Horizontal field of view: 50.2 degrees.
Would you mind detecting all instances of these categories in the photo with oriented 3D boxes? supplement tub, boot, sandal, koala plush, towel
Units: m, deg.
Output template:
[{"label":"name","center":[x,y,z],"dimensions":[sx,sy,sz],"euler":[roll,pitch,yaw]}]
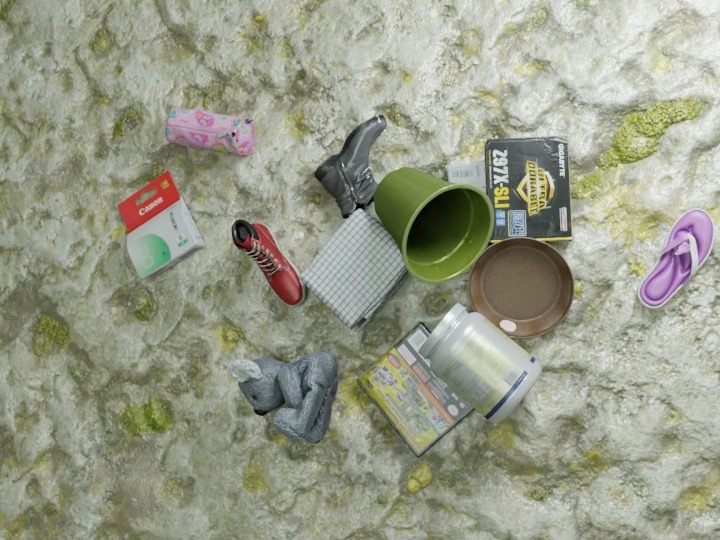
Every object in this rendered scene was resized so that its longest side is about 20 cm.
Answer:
[{"label":"supplement tub","center":[0.221,0.171,1.440],"dimensions":[0.200,0.145,0.145],"euler":[40,98,10]},{"label":"boot","center":[-0.194,-0.014,1.591],"dimensions":[0.072,0.144,0.201],"euler":[-35,79,10]},{"label":"sandal","center":[0.580,-0.018,1.399],"dimensions":[0.082,0.050,0.204],"euler":[30,95,17]},{"label":"koala plush","center":[-0.160,0.234,1.559],"dimensions":[0.198,0.177,0.185],"euler":[14,79,18]},{"label":"towel","center":[0.000,0.000,1.563],"dimensions":[0.165,0.086,0.200],"euler":[41,97,14]},{"label":"boot","center":[0.010,-0.210,1.581],"dimensions":[0.200,0.070,0.132],"euler":[-45,72,22]}]

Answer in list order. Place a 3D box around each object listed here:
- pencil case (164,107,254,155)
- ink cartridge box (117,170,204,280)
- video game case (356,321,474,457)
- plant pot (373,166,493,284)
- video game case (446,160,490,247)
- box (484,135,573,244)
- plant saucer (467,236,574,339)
[{"label":"pencil case","center":[-0.329,-0.305,1.683],"dimensions":[0.198,0.087,0.088],"euler":[13,90,18]},{"label":"ink cartridge box","center":[-0.462,-0.104,1.731],"dimensions":[0.160,0.050,0.201],"euler":[-30,80,13]},{"label":"video game case","center":[0.119,0.237,1.539],"dimensions":[0.181,0.025,0.200],"euler":[-43,77,10]},{"label":"plant pot","center":[0.119,-0.108,1.467],"dimensions":[0.201,0.199,0.190],"euler":[-53,41,8]},{"label":"video game case","center":[0.250,-0.116,1.525],"dimensions":[0.142,0.018,0.202],"euler":[-6,84,16]},{"label":"box","center":[0.320,-0.153,1.475],"dimensions":[0.158,0.049,0.202],"euler":[-2,85,8]},{"label":"plant saucer","center":[0.304,0.030,1.464],"dimensions":[0.198,0.037,0.202],"euler":[3,107,11]}]
